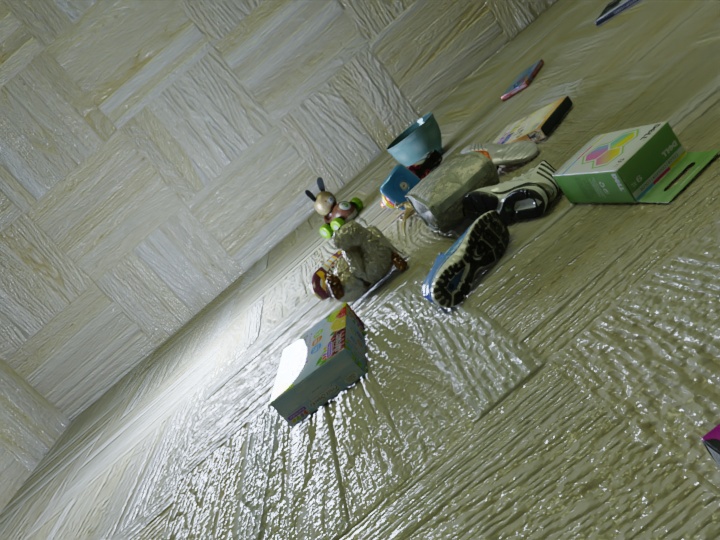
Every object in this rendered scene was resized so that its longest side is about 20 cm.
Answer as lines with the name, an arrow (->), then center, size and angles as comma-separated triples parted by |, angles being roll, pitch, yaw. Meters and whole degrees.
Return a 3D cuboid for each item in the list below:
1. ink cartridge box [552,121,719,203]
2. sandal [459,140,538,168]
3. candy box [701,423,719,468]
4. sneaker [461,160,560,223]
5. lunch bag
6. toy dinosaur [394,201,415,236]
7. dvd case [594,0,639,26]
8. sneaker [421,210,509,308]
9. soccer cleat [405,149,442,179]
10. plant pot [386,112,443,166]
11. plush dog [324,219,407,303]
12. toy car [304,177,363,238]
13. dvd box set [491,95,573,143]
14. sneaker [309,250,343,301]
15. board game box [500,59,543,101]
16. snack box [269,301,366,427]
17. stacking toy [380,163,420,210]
ink cartridge box -> 0.381, -0.151, 0.752 | 0.104, 0.059, 0.200 | -42, 15, -5
sandal -> 0.317, -0.252, 1.223 | 0.205, 0.059, 0.080 | 8, 59, 43
candy box -> 0.291, 0.106, 0.239 | 0.136, 0.061, 0.200 | -40, 15, 2
sneaker -> 0.286, -0.141, 0.970 | 0.115, 0.076, 0.200 | -38, 20, -25
lunch bag -> 0.202, -0.169, 1.138 | 0.163, 0.118, 0.200 | -39, 10, 2
toy dinosaur -> 0.135, -0.169, 1.421 | 0.200, 0.058, 0.101 | -49, 18, -28
dvd case -> 0.865, -0.874, 1.684 | 0.151, 0.025, 0.199 | -50, 18, -31
sneaker -> 0.169, -0.025, 0.884 | 0.200, 0.079, 0.089 | -45, 18, -16
soccer cleat -> 0.188, -0.314, 1.697 | 0.199, 0.070, 0.086 | -39, 0, -29
plant pot -> 0.208, -0.437, 1.854 | 0.199, 0.135, 0.201 | -37, 16, 12
plush dog -> 0.000, 0.000, 1.187 | 0.172, 0.160, 0.200 | -51, -16, 14
toy car -> -0.119, -0.259, 2.029 | 0.157, 0.201, 0.165 | -22, 24, 50
dvd box set -> 0.406, -0.343, 1.295 | 0.146, 0.029, 0.199 | -48, 16, -26
sneaker -> -0.068, -0.001, 1.412 | 0.090, 0.075, 0.201 | -36, 16, 34
board game box -> 0.567, -0.666, 1.840 | 0.103, 0.019, 0.200 | -25, 21, 50
snack box -> -0.072, 0.165, 0.962 | 0.168, 0.068, 0.200 | -37, 14, 12
stacking toy -> 0.102, -0.229, 1.626 | 0.117, 0.109, 0.200 | -54, 7, -18
